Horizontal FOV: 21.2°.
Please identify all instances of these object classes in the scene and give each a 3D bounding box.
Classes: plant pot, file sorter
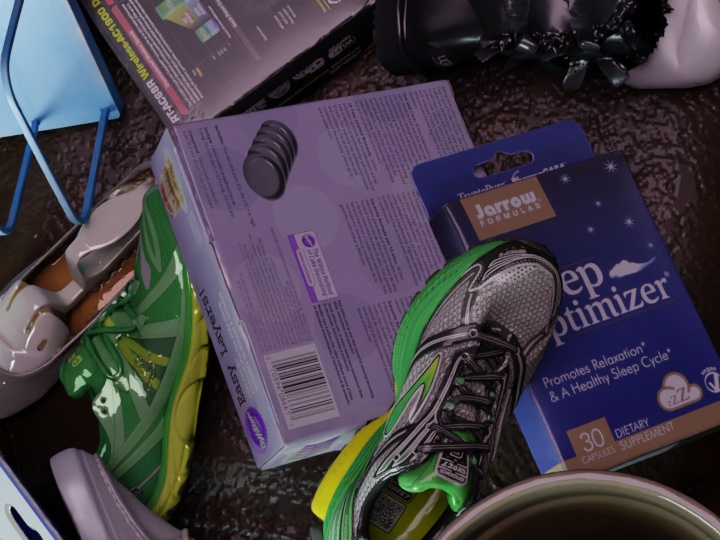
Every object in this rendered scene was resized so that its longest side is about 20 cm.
[{"bbox_3d":[0.123,0.209,0.981,0.199,0.174,0.201,-2,79,12],"label":"plant pot"},{"bbox_3d":[-0.263,-0.093,1.125,0.199,0.139,0.123,-7,46,13],"label":"file sorter"}]

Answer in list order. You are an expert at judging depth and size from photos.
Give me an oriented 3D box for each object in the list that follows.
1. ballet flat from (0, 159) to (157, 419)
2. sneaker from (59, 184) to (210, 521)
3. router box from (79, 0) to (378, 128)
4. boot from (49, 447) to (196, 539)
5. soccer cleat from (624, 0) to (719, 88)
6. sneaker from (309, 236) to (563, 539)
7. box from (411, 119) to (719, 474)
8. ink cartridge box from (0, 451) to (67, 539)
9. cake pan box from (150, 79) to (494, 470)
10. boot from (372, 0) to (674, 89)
[{"bbox_3d":[-0.175,0.008,1.148,0.200,0.064,0.067,-44,73,1],"label":"ballet flat"},{"bbox_3d":[-0.128,0.047,1.098,0.083,0.074,0.201,7,95,-7],"label":"sneaker"},{"bbox_3d":[-0.094,-0.184,1.171,0.150,0.062,0.200,-35,73,3],"label":"router box"},{"bbox_3d":[-0.088,0.170,1.075,0.095,0.074,0.200,-30,100,-4],"label":"boot"},{"bbox_3d":[0.169,-0.202,1.116,0.077,0.069,0.201,-13,79,13],"label":"soccer cleat"},{"bbox_3d":[0.050,0.077,0.975,0.078,0.085,0.200,25,95,-20],"label":"sneaker"},{"bbox_3d":[0.118,0.011,1.066,0.121,0.032,0.200,-18,75,-25],"label":"box"},{"bbox_3d":[-0.184,0.182,1.062,0.041,0.200,0.200,-25,68,-40],"label":"ink cartridge box"},{"bbox_3d":[0.000,0.000,1.069,0.184,0.052,0.200,-15,73,-27],"label":"cake pan box"},{"bbox_3d":[0.092,-0.200,1.091,0.162,0.073,0.199,-3,78,29],"label":"boot"}]
